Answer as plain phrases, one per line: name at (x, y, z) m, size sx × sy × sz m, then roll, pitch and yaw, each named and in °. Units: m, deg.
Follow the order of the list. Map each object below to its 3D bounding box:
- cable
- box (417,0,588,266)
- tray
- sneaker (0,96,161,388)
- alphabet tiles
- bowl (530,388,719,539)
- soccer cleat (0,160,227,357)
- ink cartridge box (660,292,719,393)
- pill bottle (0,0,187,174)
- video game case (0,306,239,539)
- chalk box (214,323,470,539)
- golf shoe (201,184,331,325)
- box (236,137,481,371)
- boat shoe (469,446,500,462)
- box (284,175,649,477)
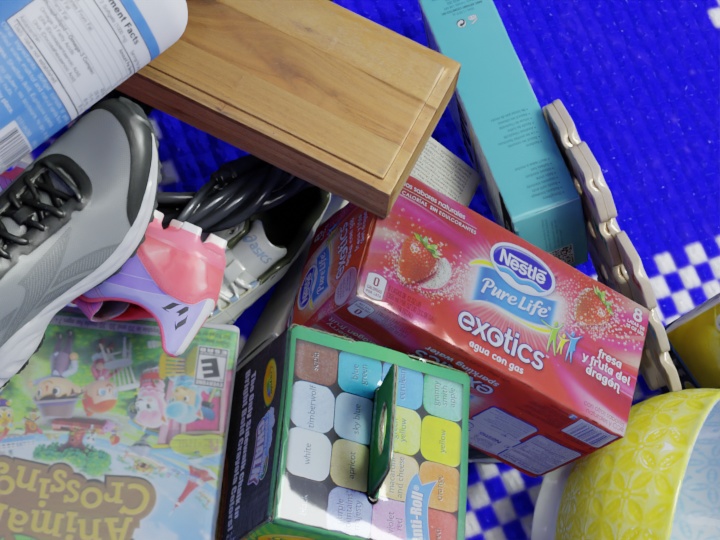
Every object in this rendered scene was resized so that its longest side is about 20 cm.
cable at (-0.095, -0.083, 1.365) m, size 0.162 × 0.051 × 0.201 m, roll 5°, pitch 46°, yaw 5°
box at (0.095, -0.097, 1.459) m, size 0.049 × 0.082 × 0.201 m, roll -19°, pitch 58°, yaw -2°
tray at (-0.051, -0.119, 1.278) m, size 0.199 × 0.037 × 0.099 m, roll 26°, pitch 66°, yaw 8°
sneaker at (-0.186, -0.013, 1.207) m, size 0.074 × 0.200 × 0.079 m, roll 42°, pitch 5°, yaw 28°
alphabet tiles at (0.162, -0.015, 1.438) m, size 0.015 × 0.201 × 0.196 m, roll -23°, pitch 41°, yaw 0°
bowl at (0.172, 0.168, 1.391) m, size 0.107 × 0.201 × 0.201 m, roll 7°, pitch 54°, yaw 23°
soccer cleat at (-0.166, -0.010, 1.275) m, size 0.067 × 0.199 × 0.077 m, roll 31°, pitch 78°, yaw -58°
ink cartridge box at (0.279, 0.107, 1.438) m, size 0.047 × 0.198 × 0.201 m, roll -32°, pitch 84°, yaw -17°
pill bottle at (-0.167, -0.148, 1.205) m, size 0.200 × 0.112 × 0.112 m, roll -38°, pitch 89°, yaw -8°
video game case at (-0.177, 0.105, 1.248) m, size 0.199 × 0.022 × 0.183 m, roll 7°, pitch 63°, yaw -2°
chalk box at (-0.014, 0.118, 1.266) m, size 0.123 × 0.200 × 0.126 m, roll 17°, pitch 62°, yaw -22°
golf shoe at (-0.093, 0.002, 1.338) m, size 0.078 × 0.097 × 0.200 m, roll 47°, pitch 56°, yaw -10°
box at (0.000, 0.000, 1.409) m, size 0.082 × 0.068 × 0.201 m, roll 37°, pitch 56°, yaw -11°
boat shoe at (0.095, 0.086, 1.426) m, size 0.199 × 0.062 × 0.073 m, roll -10°, pitch 73°, yaw -32°
box at (0.065, 0.035, 1.328) m, size 0.199 × 0.100 × 0.096 m, roll 28°, pitch 58°, yaw -19°
